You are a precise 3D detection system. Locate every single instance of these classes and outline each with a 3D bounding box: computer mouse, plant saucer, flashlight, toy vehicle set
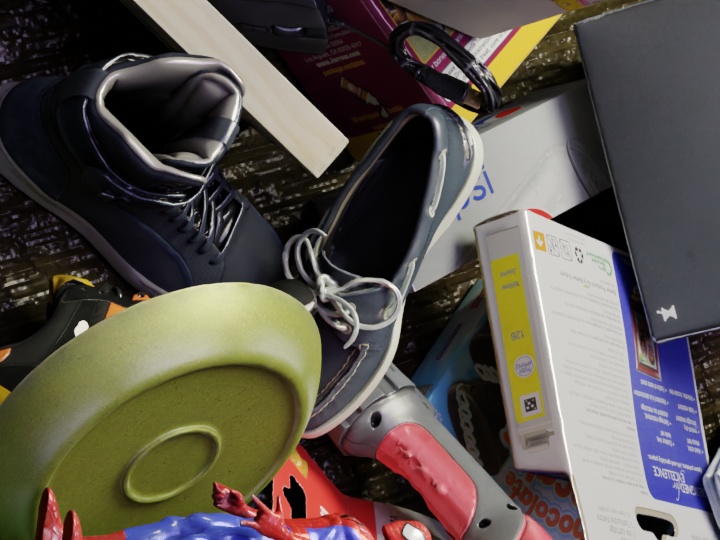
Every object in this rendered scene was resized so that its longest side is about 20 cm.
[{"bbox_3d":[-0.013,-0.125,1.296,0.034,0.199,0.059,-50,151,-33],"label":"computer mouse"},{"bbox_3d":[-0.101,0.088,1.189,0.199,0.200,0.031,-6,47,-38],"label":"plant saucer"},{"bbox_3d":[0.045,0.127,1.302,0.068,0.200,0.068,-44,154,-1],"label":"flashlight"},{"bbox_3d":[-0.099,-0.137,1.259,0.027,0.124,0.200,-47,114,-1],"label":"toy vehicle set"}]

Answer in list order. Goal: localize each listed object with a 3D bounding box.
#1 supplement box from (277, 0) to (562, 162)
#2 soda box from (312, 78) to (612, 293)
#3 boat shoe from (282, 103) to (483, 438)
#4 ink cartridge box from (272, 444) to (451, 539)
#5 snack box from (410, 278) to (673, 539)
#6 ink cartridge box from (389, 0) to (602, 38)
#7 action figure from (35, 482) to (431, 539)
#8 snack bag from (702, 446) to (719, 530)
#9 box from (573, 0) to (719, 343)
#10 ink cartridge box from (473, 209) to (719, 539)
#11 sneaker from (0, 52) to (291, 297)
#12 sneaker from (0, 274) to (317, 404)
[{"bbox_3d":[0.006,-0.183,1.359,0.131,0.103,0.200,-48,112,-32],"label":"supplement box"},{"bbox_3d":[0.071,-0.050,1.414,0.200,0.063,0.069,-27,100,-37],"label":"soda box"},{"bbox_3d":[0.000,0.000,1.292,0.200,0.075,0.062,-57,157,9],"label":"boat shoe"},{"bbox_3d":[0.027,0.173,1.297,0.200,0.050,0.161,53,12,-20],"label":"ink cartridge box"},{"bbox_3d":[0.112,0.113,1.437,0.200,0.037,0.116,49,56,-22],"label":"snack box"},{"bbox_3d":[0.084,-0.229,1.235,0.146,0.200,0.148,20,70,-36],"label":"ink cartridge box"},{"bbox_3d":[-0.055,0.130,1.156,0.199,0.065,0.052,8,92,-26],"label":"action figure"},{"bbox_3d":[0.271,0.188,1.504,0.189,0.021,0.201,-37,110,-66],"label":"snack bag"},{"bbox_3d":[0.237,-0.074,1.462,0.198,0.123,0.201,-17,93,-65],"label":"box"},{"bbox_3d":[0.145,0.081,1.389,0.197,0.047,0.201,20,59,-55],"label":"ink cartridge box"},{"bbox_3d":[-0.085,-0.042,1.241,0.202,0.146,0.077,33,63,-31],"label":"sneaker"},{"bbox_3d":[-0.119,0.032,1.229,0.199,0.070,0.090,-26,80,-20],"label":"sneaker"}]
